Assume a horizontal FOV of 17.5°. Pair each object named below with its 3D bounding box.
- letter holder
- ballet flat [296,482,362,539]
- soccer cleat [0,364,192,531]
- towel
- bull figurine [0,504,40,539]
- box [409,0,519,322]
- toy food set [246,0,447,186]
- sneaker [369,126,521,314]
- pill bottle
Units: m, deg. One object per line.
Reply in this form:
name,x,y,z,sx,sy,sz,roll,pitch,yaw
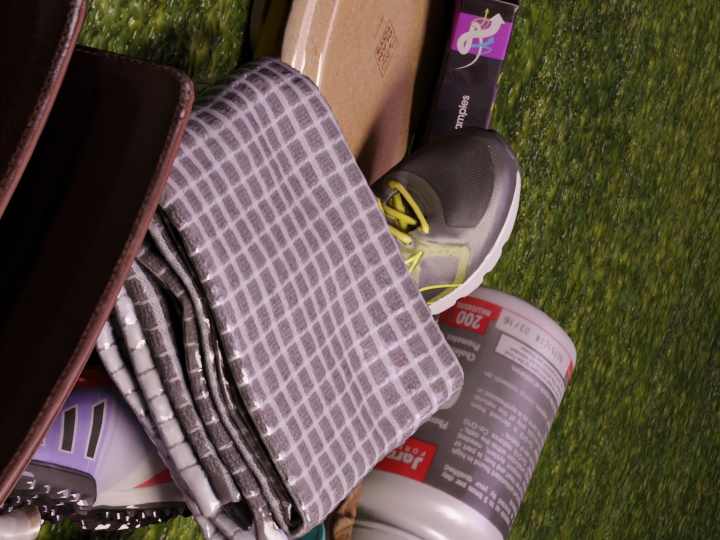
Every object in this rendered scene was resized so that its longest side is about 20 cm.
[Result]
letter holder,-0.156,-0.021,0.757,0.101,0.142,0.200,70,40,-59
ballet flat,-0.029,0.134,1.142,0.200,0.068,0.072,-92,175,-72
soccer cleat,-0.132,0.076,1.035,0.200,0.068,0.073,14,64,-64
towel,-0.045,0.015,1.056,0.200,0.086,0.166,64,30,-11
bull figurine,-0.186,0.107,0.863,0.121,0.065,0.200,8,107,-37
box,0.054,-0.089,1.336,0.143,0.036,0.200,-82,-174,-62
toy food set,-0.007,-0.124,1.227,0.198,0.049,0.200,33,74,-69
sneaker,0.000,0.000,1.195,0.200,0.074,0.085,-44,159,4
pill bottle,0.051,0.118,1.467,0.114,0.114,0.200,68,41,-59
